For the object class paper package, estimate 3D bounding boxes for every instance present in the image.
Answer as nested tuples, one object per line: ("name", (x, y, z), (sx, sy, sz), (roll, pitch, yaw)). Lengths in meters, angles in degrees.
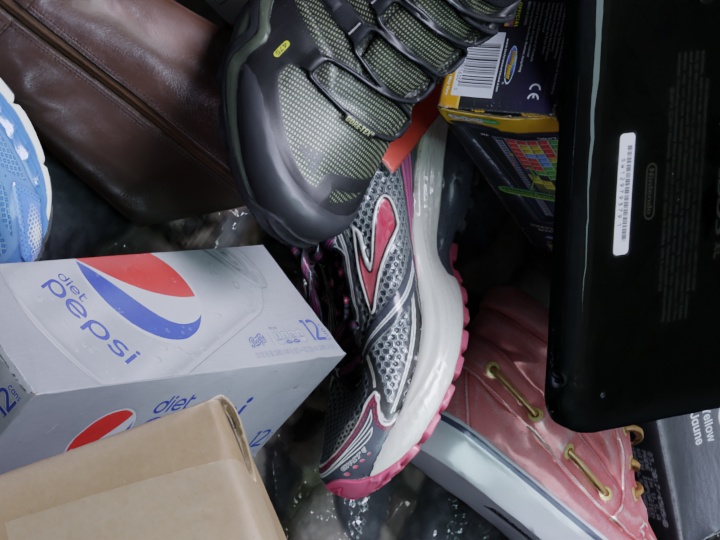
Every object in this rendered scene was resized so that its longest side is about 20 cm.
("paper package", (-0.111, 0.151, 0.988), (0.200, 0.191, 0.104), (-20, 64, -3))

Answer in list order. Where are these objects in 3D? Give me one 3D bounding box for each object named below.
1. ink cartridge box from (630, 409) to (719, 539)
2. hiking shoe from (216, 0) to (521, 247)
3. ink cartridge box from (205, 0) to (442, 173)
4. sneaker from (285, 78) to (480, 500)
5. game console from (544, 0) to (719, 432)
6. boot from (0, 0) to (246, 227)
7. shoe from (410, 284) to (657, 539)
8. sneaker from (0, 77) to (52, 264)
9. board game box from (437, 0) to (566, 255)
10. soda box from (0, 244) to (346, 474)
("ink cartridge box", (0.197, 0.011, 1.369), (0.200, 0.047, 0.198), (-22, 104, -32))
("hiking shoe", (0.013, -0.104, 1.080), (0.076, 0.101, 0.200), (30, 71, -34))
("ink cartridge box", (-0.020, -0.148, 1.158), (0.200, 0.050, 0.109), (44, 63, -12))
("sneaker", (0.000, 0.000, 1.202), (0.075, 0.081, 0.200), (13, 68, -23))
("game console", (0.120, -0.049, 1.195), (0.176, 0.116, 0.201), (-8, 106, -37))
("boot", (-0.082, -0.115, 1.095), (0.200, 0.186, 0.064), (37, 30, -29))
("shoe", (0.107, 0.093, 1.286), (0.200, 0.071, 0.091), (40, 77, -27))
("sneaker", (-0.194, -0.061, 1.033), (0.200, 0.078, 0.089), (46, 26, -22))
("board game box", (0.100, -0.125, 1.219), (0.165, 0.057, 0.200), (46, 53, -61))
("soda box", (-0.096, 0.038, 1.086), (0.063, 0.068, 0.200), (52, 28, 20))
